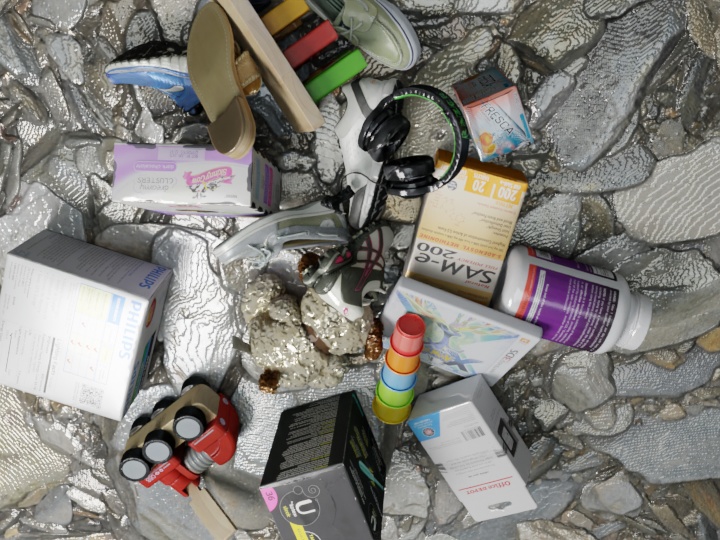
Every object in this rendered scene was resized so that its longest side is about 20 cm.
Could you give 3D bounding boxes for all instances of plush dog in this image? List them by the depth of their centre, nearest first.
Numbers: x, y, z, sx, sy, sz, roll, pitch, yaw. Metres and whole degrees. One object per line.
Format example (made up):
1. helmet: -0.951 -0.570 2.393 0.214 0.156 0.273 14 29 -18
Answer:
1. plush dog: -0.062 0.079 1.063 0.171 0.161 0.200 -38 102 19

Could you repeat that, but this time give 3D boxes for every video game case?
1. video game case: 0.122 0.089 1.071 0.197 0.022 0.183 21 150 -2

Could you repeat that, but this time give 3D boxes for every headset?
1. headset: 0.036 -0.134 0.936 0.199 0.094 0.125 -32 90 40

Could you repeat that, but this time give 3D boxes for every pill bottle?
1. pill bottle: 0.281 0.044 1.052 0.197 0.113 0.114 16 110 -1

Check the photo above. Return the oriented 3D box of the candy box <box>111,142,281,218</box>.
1. candy box: -0.196 -0.109 0.983 0.165 0.200 0.073 3 90 3

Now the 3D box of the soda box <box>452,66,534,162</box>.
1. soda box: 0.154 -0.191 0.932 0.063 0.200 0.069 -20 109 10

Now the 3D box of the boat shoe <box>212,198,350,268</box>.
1. boat shoe: -0.097 -0.042 1.018 0.074 0.200 0.066 -23 88 50

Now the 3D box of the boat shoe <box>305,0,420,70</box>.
1. boat shoe: -0.013 -0.315 0.964 0.199 0.062 0.072 41 141 -4

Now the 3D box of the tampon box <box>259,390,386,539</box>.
1. tampon box: -0.048 0.297 1.121 0.124 0.200 0.152 -18 107 10

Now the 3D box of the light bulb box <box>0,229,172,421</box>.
1. light bulb box: -0.394 0.075 1.108 0.197 0.125 0.201 18 109 -3

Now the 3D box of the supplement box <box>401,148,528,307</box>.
1. supplement box: 0.135 -0.046 1.052 0.124 0.074 0.203 14 110 0

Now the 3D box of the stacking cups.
1. stacking cups: 0.052 0.138 1.083 0.059 0.061 0.201 7 139 2

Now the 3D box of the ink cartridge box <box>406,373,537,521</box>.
1. ink cartridge box: 0.172 0.263 1.148 0.115 0.067 0.201 -24 107 32

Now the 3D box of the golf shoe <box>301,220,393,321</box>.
1. golf shoe: 0.000 0.000 1.013 0.088 0.200 0.077 50 124 1

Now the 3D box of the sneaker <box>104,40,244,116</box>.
1. sneaker: -0.238 -0.241 1.006 0.197 0.079 0.090 8 125 16

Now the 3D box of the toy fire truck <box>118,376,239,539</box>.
1. toy fire truck: -0.242 0.296 1.187 0.175 0.129 0.200 -37 115 15

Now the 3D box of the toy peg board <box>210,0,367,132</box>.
1. toy peg board: -0.084 -0.277 0.934 0.097 0.200 0.200 -35 103 -4

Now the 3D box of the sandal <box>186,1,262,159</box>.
1. sandal: -0.146 -0.212 0.913 0.077 0.214 0.069 -34 148 29

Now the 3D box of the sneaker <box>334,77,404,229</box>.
1. sneaker: 0.004 -0.156 1.034 0.079 0.074 0.203 13 106 15
